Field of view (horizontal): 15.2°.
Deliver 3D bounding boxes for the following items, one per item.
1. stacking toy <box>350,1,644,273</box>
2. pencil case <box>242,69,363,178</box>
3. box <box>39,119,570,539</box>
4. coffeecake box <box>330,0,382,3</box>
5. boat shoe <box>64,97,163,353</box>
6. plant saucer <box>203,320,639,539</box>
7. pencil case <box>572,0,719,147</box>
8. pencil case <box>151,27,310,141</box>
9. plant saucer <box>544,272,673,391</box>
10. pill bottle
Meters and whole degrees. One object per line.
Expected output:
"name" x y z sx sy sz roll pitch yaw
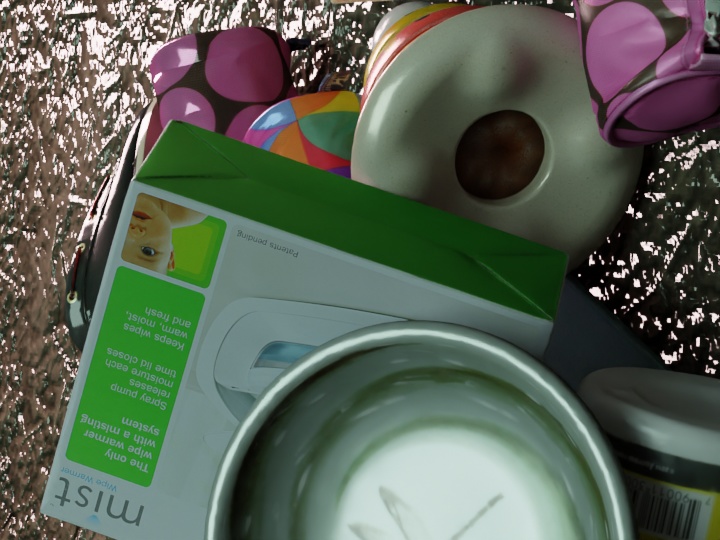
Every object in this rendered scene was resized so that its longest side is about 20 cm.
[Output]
"stacking toy" 0.044 -0.085 1.350 0.200 0.145 0.147 -126 48 -63
"pencil case" 0.000 0.000 1.370 0.088 0.088 0.201 -45 51 44
"box" -0.026 0.052 1.244 0.097 0.199 0.177 -66 -5 -69
"coffeecake box" 0.025 -0.249 1.345 0.200 0.073 0.154 115 148 -64
"boat shoe" -0.125 -0.030 1.528 0.063 0.074 0.202 -23 35 23
"plant saucer" 0.030 0.122 1.160 0.199 0.050 0.202 -1 88 24
"pencil case" 0.134 -0.161 1.238 0.094 0.090 0.201 98 161 -70
"pencil case" -0.054 -0.034 1.491 0.094 0.090 0.201 70 -172 -68
"plant saucer" 0.103 0.040 1.328 0.200 0.019 0.070 47 125 47
"pill bottle" 0.132 0.153 1.194 0.114 0.114 0.201 27 110 53
